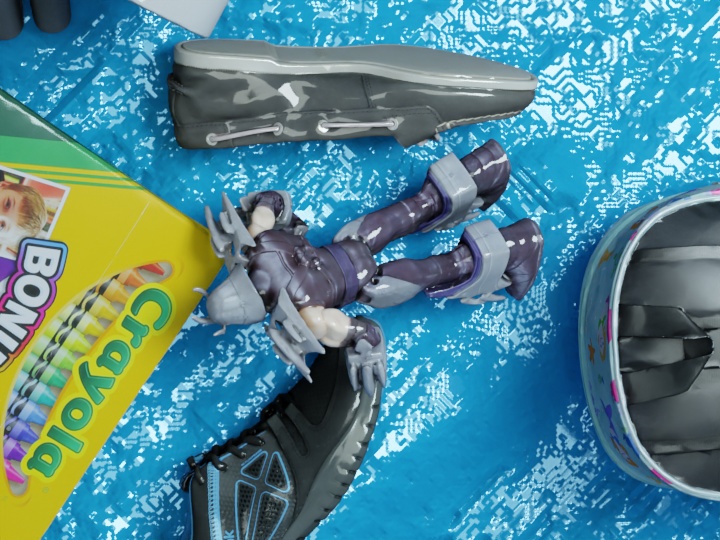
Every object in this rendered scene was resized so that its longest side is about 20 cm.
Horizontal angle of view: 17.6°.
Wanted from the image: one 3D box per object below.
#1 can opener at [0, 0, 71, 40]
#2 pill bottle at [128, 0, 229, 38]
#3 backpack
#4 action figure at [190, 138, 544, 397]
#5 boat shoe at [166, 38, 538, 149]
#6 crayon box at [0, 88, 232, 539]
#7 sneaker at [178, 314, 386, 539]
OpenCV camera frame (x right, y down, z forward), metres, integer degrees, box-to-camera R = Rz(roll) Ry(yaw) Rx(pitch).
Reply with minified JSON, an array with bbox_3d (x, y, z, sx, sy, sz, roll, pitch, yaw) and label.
[{"bbox_3d":[-0.177,-0.190,1.169,0.052,0.200,0.067,-8,60,-4],"label":"can opener"},{"bbox_3d":[-0.068,-0.223,1.158,0.112,0.112,0.201,27,94,-7],"label":"pill bottle"},{"bbox_3d":[0.215,0.036,1.236,0.199,0.151,0.179,-6,91,-13],"label":"backpack"},{"bbox_3d":[0.000,0.000,1.218,0.199,0.069,0.131,-17,68,-27],"label":"action figure"},{"bbox_3d":[-0.005,-0.090,1.252,0.199,0.067,0.057,4,109,-2],"label":"boat shoe"},{"bbox_3d":[-0.194,0.022,1.214,0.172,0.058,0.201,34,89,-23],"label":"crayon box"},{"bbox_3d":[-0.050,0.109,1.249,0.082,0.073,0.201,27,89,-6],"label":"sneaker"}]
